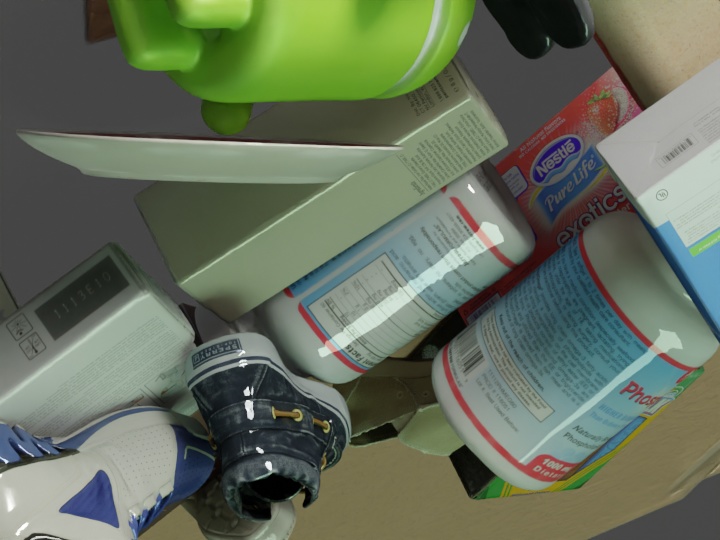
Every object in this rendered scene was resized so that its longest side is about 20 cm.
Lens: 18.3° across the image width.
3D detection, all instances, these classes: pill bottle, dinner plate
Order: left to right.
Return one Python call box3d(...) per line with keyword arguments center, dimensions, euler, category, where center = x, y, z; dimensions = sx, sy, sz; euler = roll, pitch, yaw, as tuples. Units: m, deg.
box3d(center=(-0.077, -0.059, 1.155), dimensions=(0.200, 0.024, 0.200), euler=(1, -175, 0), category="dinner plate")
box3d(center=(0.000, 0.000, 1.387), dimensions=(0.200, 0.109, 0.109), euler=(-34, 154, 13), category="pill bottle")
box3d(center=(0.148, 0.036, 1.370), dimensions=(0.200, 0.109, 0.109), euler=(-41, 152, 23), category="pill bottle")

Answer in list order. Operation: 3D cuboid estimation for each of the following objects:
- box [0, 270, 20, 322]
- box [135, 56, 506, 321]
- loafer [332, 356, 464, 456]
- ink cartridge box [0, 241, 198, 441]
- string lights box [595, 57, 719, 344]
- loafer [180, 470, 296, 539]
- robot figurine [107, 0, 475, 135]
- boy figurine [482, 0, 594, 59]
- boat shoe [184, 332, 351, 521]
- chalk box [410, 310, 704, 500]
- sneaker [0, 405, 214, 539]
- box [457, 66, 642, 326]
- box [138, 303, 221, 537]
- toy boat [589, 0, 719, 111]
box3d(center=(-0.239, 0.074, 1.328), dimensions=(0.082, 0.068, 0.200), euler=(-21, 153, -19), category="box")
box3d(center=(-0.022, -0.058, 1.289), dimensions=(0.200, 0.068, 0.082), euler=(-31, 154, 6), category="box")
box3d(center=(0.064, 0.095, 1.562), dimensions=(0.200, 0.068, 0.076), euler=(-2, 171, 41), category="loafer")
box3d(center=(-0.182, 0.083, 1.276), dimensions=(0.200, 0.044, 0.174), euler=(-37, 158, -1), category="ink cartridge box")
box3d(center=(0.222, -0.019, 1.239), dimensions=(0.103, 0.059, 0.200), euler=(-35, 129, 3), category="string lights box")
box3d(center=(-0.079, 0.162, 1.535), dimensions=(0.070, 0.070, 0.200), euler=(-48, -162, -5), category="loafer")
box3d(center=(-0.027, -0.141, 1.094), dimensions=(0.200, 0.116, 0.175), euler=(-5, 158, -41), category="robot figurine")
box3d(center=(0.144, -0.182, 1.115), dimensions=(0.200, 0.064, 0.124), euler=(-38, -167, -29), category="boy figurine")
box3d(center=(-0.049, 0.111, 1.332), dimensions=(0.071, 0.091, 0.200), euler=(-20, 157, 11), category="boat shoe")
box3d(center=(0.152, 0.059, 1.627), dimensions=(0.124, 0.125, 0.200), euler=(0, 144, -44), category="chalk box")
box3d(center=(-0.150, 0.145, 1.239), dimensions=(0.081, 0.115, 0.199), euler=(-48, 155, 27), category="sneaker")
box3d(center=(0.150, -0.039, 1.476), dimensions=(0.200, 0.103, 0.095), euler=(-41, 153, 21), category="box")
box3d(center=(-0.147, 0.112, 1.487), dimensions=(0.200, 0.075, 0.100), euler=(-37, 153, 20), category="box")
box3d(center=(0.181, -0.169, 1.253), dimensions=(0.130, 0.131, 0.200), euler=(-34, 112, 4), category="toy boat")
